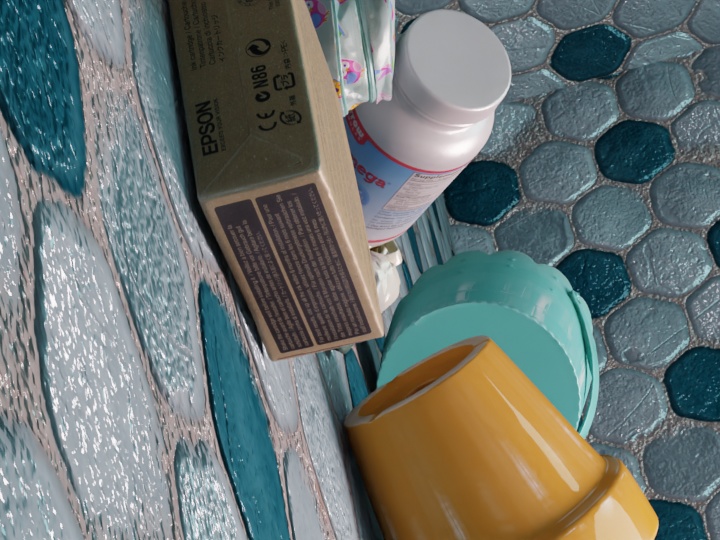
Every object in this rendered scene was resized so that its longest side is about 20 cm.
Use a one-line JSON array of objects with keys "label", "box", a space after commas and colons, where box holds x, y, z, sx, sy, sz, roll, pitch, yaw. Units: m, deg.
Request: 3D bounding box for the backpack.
[{"label": "backpack", "box": [-0.039, -0.190, 1.347, 0.200, 0.126, 0.167, -94, 171, -50]}]

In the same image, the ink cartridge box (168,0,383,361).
[{"label": "ink cartridge box", "box": [-0.050, -0.074, 1.164, 0.165, 0.075, 0.200, 71, 6, -51]}]

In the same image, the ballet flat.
[{"label": "ballet flat", "box": [0.000, 0.000, 1.546, 0.200, 0.069, 0.069, -91, 165, -68]}]

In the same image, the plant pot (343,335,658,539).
[{"label": "plant pot", "box": [0.086, 0.156, 1.454, 0.183, 0.200, 0.200, 58, 7, -6]}]

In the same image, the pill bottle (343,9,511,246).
[{"label": "pill bottle", "box": [0.030, -0.105, 1.460, 0.200, 0.109, 0.109, 131, -49, -55]}]

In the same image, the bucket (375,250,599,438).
[{"label": "bucket", "box": [0.109, 0.094, 1.739, 0.135, 0.207, 0.207, -62, 137, -72]}]
